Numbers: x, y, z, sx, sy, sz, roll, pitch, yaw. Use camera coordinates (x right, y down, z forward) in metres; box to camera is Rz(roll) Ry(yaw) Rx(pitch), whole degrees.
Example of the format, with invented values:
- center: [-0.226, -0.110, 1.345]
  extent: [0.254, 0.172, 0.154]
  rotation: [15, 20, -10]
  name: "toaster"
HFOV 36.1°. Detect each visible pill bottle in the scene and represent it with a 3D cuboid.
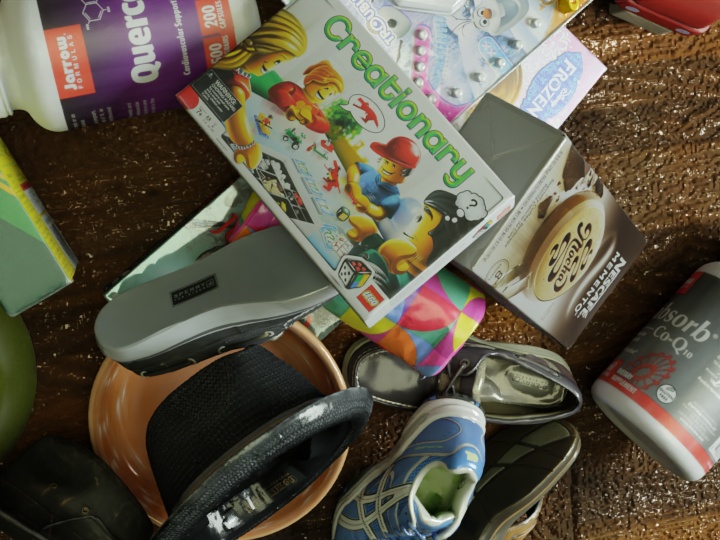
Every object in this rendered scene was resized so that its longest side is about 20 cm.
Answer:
- center: [0.298, 0.066, 0.919]
  extent: [0.116, 0.116, 0.200]
  rotation: [44, 86, -14]
  name: "pill bottle"
- center: [-0.175, -0.164, 0.784]
  extent: [0.200, 0.112, 0.113]
  rotation: [-14, 100, -12]
  name: "pill bottle"

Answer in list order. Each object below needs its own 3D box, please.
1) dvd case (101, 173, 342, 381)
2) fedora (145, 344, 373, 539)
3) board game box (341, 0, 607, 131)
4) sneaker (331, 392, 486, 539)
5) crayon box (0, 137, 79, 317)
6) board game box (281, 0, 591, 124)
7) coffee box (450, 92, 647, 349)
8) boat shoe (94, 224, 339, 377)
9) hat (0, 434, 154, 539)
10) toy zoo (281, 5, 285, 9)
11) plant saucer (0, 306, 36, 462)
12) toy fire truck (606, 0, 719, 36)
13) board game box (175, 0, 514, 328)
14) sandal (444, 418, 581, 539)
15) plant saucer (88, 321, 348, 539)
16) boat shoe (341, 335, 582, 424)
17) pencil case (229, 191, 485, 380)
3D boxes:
- center: [-0.081, 0.005, 0.876]
  extent: [0.200, 0.022, 0.146]
  rotation: [-41, 104, -5]
  name: "dvd case"
- center: [-0.089, 0.118, 0.771]
  extent: [0.200, 0.201, 0.092]
  rotation: [-36, 73, -6]
  name: "fedora"
- center: [0.055, -0.146, 0.854]
  extent: [0.199, 0.041, 0.200]
  rotation: [39, 87, -15]
  name: "board game box"
- center: [0.034, 0.189, 0.876]
  extent: [0.076, 0.077, 0.200]
  rotation: [21, 118, -15]
  name: "sneaker"
- center: [-0.272, -0.071, 0.771]
  extent: [0.051, 0.127, 0.200]
  rotation: [-31, 102, -7]
  name: "crayon box"
- center: [0.051, -0.222, 0.809]
  extent: [0.200, 0.026, 0.200]
  rotation: [-41, 103, -6]
  name: "board game box"
- center: [0.128, -0.030, 0.831]
  extent: [0.113, 0.080, 0.200]
  rotation: [-55, 145, 1]
  name: "coffee box"
- center: [-0.085, 0.028, 0.781]
  extent: [0.200, 0.070, 0.066]
  rotation: [-22, 141, 5]
  name: "boat shoe"
- center: [-0.210, 0.172, 0.800]
  extent: [0.201, 0.201, 0.081]
  rotation: [39, 70, -14]
  name: "hat"
- center: [0.041, -0.170, 0.880]
  extent: [0.200, 0.020, 0.131]
  rotation: [43, 87, -14]
  name: "toy zoo"
- center: [-0.346, 0.083, 0.823]
  extent: [0.200, 0.031, 0.200]
  rotation: [-2, 98, -12]
  name: "plant saucer"
- center: [0.286, -0.268, 0.829]
  extent: [0.128, 0.200, 0.176]
  rotation: [20, 93, -14]
  name: "toy fire truck"
- center: [-0.011, -0.079, 0.730]
  extent: [0.126, 0.035, 0.200]
  rotation: [-40, 80, -3]
  name: "board game box"
- center: [0.113, 0.207, 0.920]
  extent: [0.055, 0.082, 0.200]
  rotation: [35, 89, -33]
  name: "sandal"
- center: [-0.107, 0.112, 0.855]
  extent: [0.200, 0.037, 0.201]
  rotation: [0, 105, -2]
  name: "plant saucer"
- center: [0.086, 0.088, 0.901]
  extent: [0.200, 0.065, 0.072]
  rotation: [9, 97, -13]
  name: "boat shoe"
- center: [0.000, 0.000, 0.833]
  extent: [0.200, 0.088, 0.088]
  rotation: [35, 89, -9]
  name: "pencil case"
